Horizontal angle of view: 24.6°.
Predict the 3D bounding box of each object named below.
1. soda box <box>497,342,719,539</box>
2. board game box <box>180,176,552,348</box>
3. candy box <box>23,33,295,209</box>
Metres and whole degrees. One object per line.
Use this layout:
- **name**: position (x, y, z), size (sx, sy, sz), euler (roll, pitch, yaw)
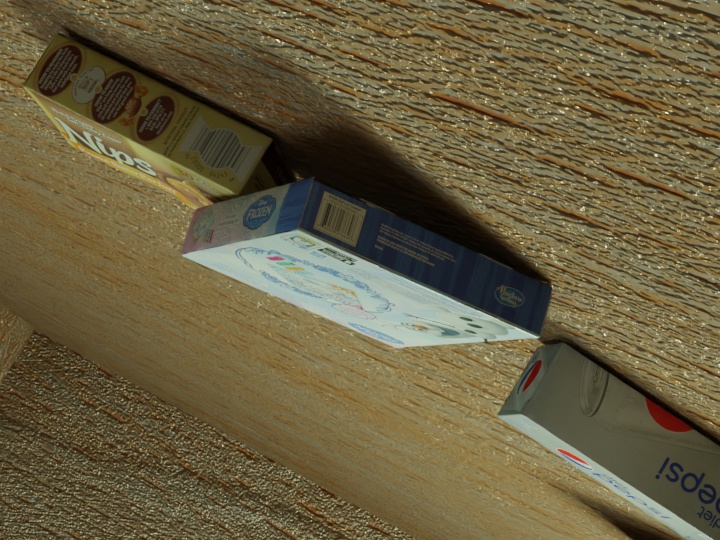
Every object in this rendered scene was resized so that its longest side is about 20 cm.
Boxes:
- **soda box**: position (0.211, 0.136, 1.283), size (0.200, 0.068, 0.063), euler (34, 169, -7)
- **board game box**: position (0.000, 0.000, 1.183), size (0.200, 0.043, 0.199), euler (24, 164, -25)
- **candy box**: position (-0.149, -0.098, 1.268), size (0.200, 0.055, 0.115), euler (28, 167, 18)
